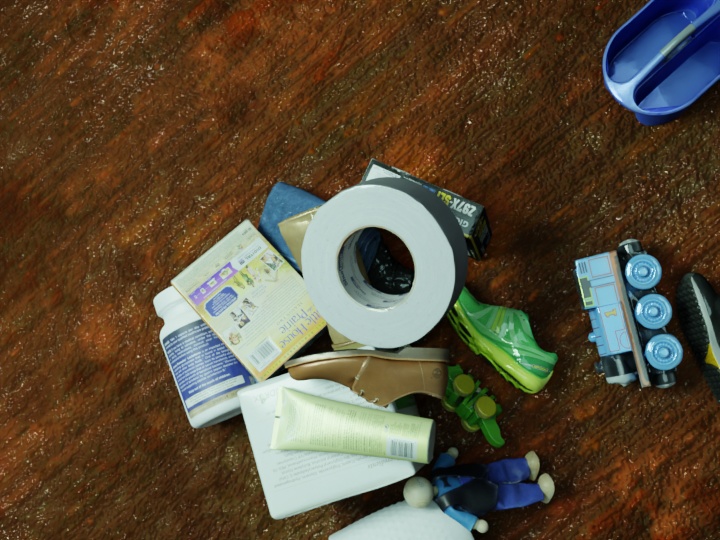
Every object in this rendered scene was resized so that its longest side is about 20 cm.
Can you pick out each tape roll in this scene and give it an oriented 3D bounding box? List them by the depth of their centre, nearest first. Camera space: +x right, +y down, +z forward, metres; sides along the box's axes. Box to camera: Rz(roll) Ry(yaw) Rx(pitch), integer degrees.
[{"bbox_3d":[0.029,-0.010,0.967,0.198,0.066,0.202,6,107,20],"label":"tape roll"}]

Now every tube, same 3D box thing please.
[{"bbox_3d":[-0.010,0.189,0.940,0.198,0.052,0.058,5,42,14],"label":"tube"}]

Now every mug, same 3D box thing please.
[{"bbox_3d":[0.077,0.407,1.055,0.174,0.148,0.201,-26,101,-3],"label":"mug"}]

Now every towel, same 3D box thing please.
[{"bbox_3d":[-0.067,-0.048,1.143,0.199,0.048,0.113,28,107,32],"label":"towel"}]

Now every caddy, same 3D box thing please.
[{"bbox_3d":[0.422,-0.293,1.064,0.200,0.105,0.142,-42,75,6],"label":"caddy"}]

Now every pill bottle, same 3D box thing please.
[{"bbox_3d":[-0.229,0.120,1.165,0.115,0.116,0.201,-25,79,9],"label":"pill bottle"}]

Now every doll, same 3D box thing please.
[{"bbox_3d":[0.149,0.283,1.040,0.198,0.137,0.049,-3,126,-19],"label":"doll"}]

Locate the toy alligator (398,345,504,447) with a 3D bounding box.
[{"bbox_3d":[0.139,0.161,1.109,0.200,0.059,0.054,45,53,15],"label":"toy alligator"}]

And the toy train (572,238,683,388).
[{"bbox_3d":[0.358,0.062,1.054,0.113,0.087,0.202,-15,83,20],"label":"toy train"}]

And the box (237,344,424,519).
[{"bbox_3d":[-0.027,0.212,1.063,0.198,0.199,0.173,-19,79,9],"label":"box"}]

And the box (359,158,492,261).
[{"bbox_3d":[0.095,-0.077,1.069,0.159,0.200,0.050,23,88,14],"label":"box"}]

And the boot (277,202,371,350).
[{"bbox_3d":[0.000,0.000,1.049,0.174,0.066,0.202,-20,96,14],"label":"boot"}]

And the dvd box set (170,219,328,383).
[{"bbox_3d":[-0.150,0.043,1.118,0.146,0.029,0.200,-42,77,-15],"label":"dvd box set"}]

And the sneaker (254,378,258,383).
[{"bbox_3d":[-0.162,0.075,1.158,0.078,0.066,0.202,1,68,-14],"label":"sneaker"}]

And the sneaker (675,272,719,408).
[{"bbox_3d":[0.488,0.091,1.032,0.089,0.070,0.202,-18,80,-5],"label":"sneaker"}]

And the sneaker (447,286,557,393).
[{"bbox_3d":[0.191,0.082,1.102,0.083,0.074,0.200,-41,77,-15],"label":"sneaker"}]

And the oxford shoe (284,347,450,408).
[{"bbox_3d":[0.007,0.127,0.932,0.198,0.071,0.072,0,84,3],"label":"oxford shoe"}]

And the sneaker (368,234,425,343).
[{"bbox_3d":[0.043,0.004,1.146,0.103,0.060,0.202,1,89,15],"label":"sneaker"}]
